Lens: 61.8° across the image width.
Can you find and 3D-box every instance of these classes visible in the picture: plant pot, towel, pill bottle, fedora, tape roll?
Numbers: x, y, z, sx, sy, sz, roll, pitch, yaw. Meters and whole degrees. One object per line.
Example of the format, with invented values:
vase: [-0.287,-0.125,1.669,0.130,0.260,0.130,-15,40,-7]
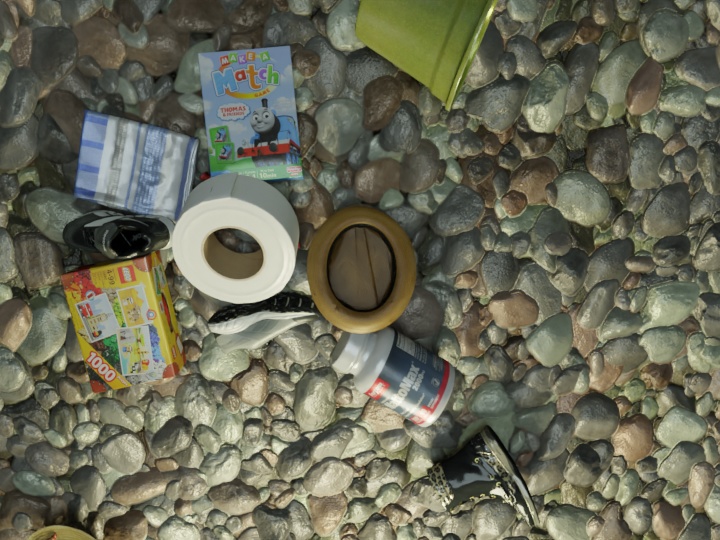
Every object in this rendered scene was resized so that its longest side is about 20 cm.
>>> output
plant pot: [0.095,-0.375,0.901,0.180,0.200,0.206,25,100,4]
towel: [-0.368,-0.167,0.990,0.193,0.024,0.152,14,100,-6]
pill bottle: [0.053,0.169,1.033,0.196,0.120,0.122,30,99,-8]
fedora: [0.000,0.000,1.004,0.193,0.082,0.209,0,85,-5]
tape roll: [-0.196,-0.048,0.957,0.194,0.072,0.207,1,129,2]

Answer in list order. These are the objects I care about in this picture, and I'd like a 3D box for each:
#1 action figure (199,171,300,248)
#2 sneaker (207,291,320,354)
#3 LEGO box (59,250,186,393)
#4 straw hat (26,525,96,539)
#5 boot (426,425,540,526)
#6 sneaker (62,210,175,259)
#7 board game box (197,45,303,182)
action figure: [-0.176,-0.104,1.003,0.199,0.052,0.066,42,92,-12]
sneaker: [-0.160,0.092,1.036,0.193,0.074,0.082,-12,112,6]
LEGO box: [-0.394,0.084,1.012,0.144,0.077,0.207,-11,102,0]
straw hat: [-0.511,0.539,1.096,0.193,0.085,0.209,0,93,6]
boot: [0.228,0.410,1.117,0.151,0.074,0.207,-31,97,7]
sneaker: [-0.401,-0.056,0.967,0.192,0.091,0.069,1,105,8]
board game box: [-0.173,-0.243,0.957,0.146,0.037,0.208,-7,91,-6]
